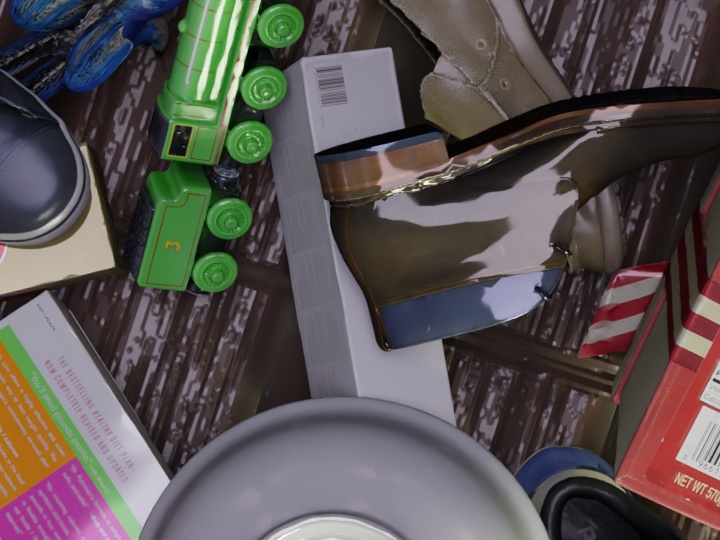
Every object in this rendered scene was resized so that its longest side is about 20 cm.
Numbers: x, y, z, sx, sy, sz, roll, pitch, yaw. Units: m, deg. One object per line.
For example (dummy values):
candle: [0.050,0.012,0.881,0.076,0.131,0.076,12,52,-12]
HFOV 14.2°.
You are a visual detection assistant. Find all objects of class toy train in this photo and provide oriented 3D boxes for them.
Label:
toy train: [-0.068,-0.077,1.359,0.056,0.042,0.200,6,117,-19]

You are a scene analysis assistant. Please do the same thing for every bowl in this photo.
bowl: [-0.010,0.154,1.277,0.201,0.090,0.201,0,86,3]

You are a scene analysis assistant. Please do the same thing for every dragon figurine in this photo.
dragon figurine: [-0.123,-0.122,1.355,0.099,0.200,0.059,-37,90,-40]

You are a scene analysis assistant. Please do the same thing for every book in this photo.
book: [-0.193,0.122,1.375,0.200,0.048,0.134,-33,76,0]

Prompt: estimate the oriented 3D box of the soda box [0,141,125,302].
soda box: [-0.218,-0.007,1.382,0.200,0.068,0.064,-14,88,-1]

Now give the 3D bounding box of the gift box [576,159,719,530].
gift box: [0.207,0.042,1.333,0.184,0.187,0.200,29,107,-1]

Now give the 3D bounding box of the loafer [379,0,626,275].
loafer: [0.065,-0.081,1.391,0.067,0.076,0.200,-27,80,0]

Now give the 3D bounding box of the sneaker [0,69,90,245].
sneaker: [-0.214,-0.084,1.322,0.200,0.079,0.078,36,86,13]

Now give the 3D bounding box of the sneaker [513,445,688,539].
sneaker: [0.134,0.174,1.355,0.080,0.115,0.200,-33,88,-1]

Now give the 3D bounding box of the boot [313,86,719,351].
boot: [0.085,-0.027,1.319,0.200,0.075,0.097,-10,98,2]

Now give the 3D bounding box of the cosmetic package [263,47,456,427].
cosmetic package: [0.000,0.000,1.375,0.051,0.083,0.200,-9,88,-19]
